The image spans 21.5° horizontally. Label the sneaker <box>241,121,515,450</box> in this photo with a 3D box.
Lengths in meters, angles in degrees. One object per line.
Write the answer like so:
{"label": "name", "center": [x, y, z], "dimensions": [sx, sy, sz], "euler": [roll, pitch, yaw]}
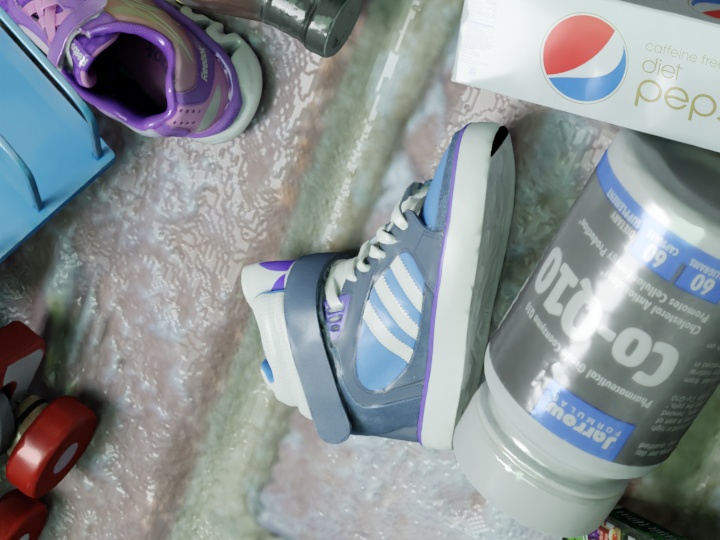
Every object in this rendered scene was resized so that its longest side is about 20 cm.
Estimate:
{"label": "sneaker", "center": [0.000, 0.000, 1.048], "dimensions": [0.145, 0.081, 0.202], "euler": [15, 118, 15]}

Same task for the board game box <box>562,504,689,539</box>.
{"label": "board game box", "center": [0.164, 0.192, 0.994], "dimensions": [0.200, 0.023, 0.106], "euler": [-161, 67, -63]}

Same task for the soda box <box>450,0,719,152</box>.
{"label": "soda box", "center": [0.151, -0.108, 0.951], "dimensions": [0.199, 0.068, 0.064], "euler": [18, 114, 19]}

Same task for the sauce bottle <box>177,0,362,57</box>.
{"label": "sauce bottle", "center": [-0.093, -0.177, 1.025], "dimensions": [0.199, 0.066, 0.066], "euler": [32, 117, 13]}

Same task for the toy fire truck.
{"label": "toy fire truck", "center": [-0.264, 0.130, 1.162], "dimensions": [0.112, 0.168, 0.201], "euler": [35, 118, 9]}

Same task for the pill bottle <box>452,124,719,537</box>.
{"label": "pill bottle", "center": [0.134, 0.034, 0.980], "dimensions": [0.113, 0.114, 0.201], "euler": [34, 117, 10]}

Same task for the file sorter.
{"label": "file sorter", "center": [-0.254, -0.059, 1.039], "dimensions": [0.200, 0.123, 0.139], "euler": [-42, 88, -11]}

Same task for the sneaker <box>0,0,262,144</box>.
{"label": "sneaker", "center": [-0.152, -0.138, 1.066], "dimensions": [0.199, 0.088, 0.081], "euler": [35, 117, 11]}
